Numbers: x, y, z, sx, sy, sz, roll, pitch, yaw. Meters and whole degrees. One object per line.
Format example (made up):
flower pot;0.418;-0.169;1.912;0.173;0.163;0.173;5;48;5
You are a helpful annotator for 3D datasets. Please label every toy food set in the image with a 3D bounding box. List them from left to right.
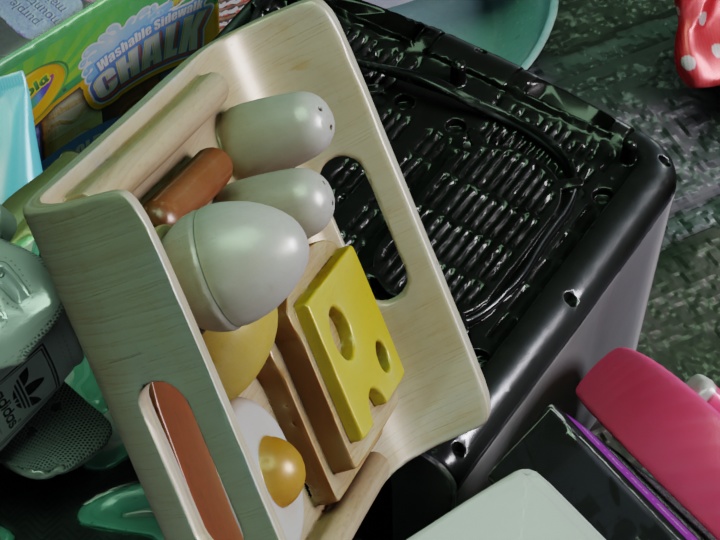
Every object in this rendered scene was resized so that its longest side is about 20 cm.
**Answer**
toy food set;-0.014;0.016;0.749;0.060;0.144;0.200;-18;14;20

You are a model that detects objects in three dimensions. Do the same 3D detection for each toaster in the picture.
toaster;0.000;0.000;0.984;0.181;0.119;0.200;26;54;18

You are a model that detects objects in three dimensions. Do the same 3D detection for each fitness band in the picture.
fitness band;0.154;0.096;0.924;0.200;0.144;0.037;42;94;-12

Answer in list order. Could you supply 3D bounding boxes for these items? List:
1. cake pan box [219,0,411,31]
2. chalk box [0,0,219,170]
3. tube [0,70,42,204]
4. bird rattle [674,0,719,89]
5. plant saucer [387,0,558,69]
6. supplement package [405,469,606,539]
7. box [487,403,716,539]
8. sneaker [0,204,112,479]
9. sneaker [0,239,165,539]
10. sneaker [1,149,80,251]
cake pan box;-0.027;-0.187;1.185;0.200;0.052;0.184;-17;55;-17
chalk box;-0.135;-0.092;1.045;0.124;0.200;0.125;-34;59;-28
tube;-0.119;0.042;0.905;0.077;0.200;0.050;-19;9;-22
bird rattle;0.231;-0.102;1.144;0.200;0.113;0.163;-18;69;-14
plant saucer;-0.016;-0.115;1.179;0.199;0.036;0.200;1;49;-2
supplement package;0.014;0.204;0.801;0.191;0.200;0.147;-28;56;-25
box;0.130;0.125;0.888;0.036;0.200;0.143;-47;60;5
sneaker;-0.114;0.059;0.684;0.115;0.075;0.200;-21;50;-8
sneaker;-0.060;0.078;0.811;0.078;0.140;0.200;2;50;17
sneaker;-0.168;0.017;0.843;0.200;0.077;0.089;-41;83;-15
